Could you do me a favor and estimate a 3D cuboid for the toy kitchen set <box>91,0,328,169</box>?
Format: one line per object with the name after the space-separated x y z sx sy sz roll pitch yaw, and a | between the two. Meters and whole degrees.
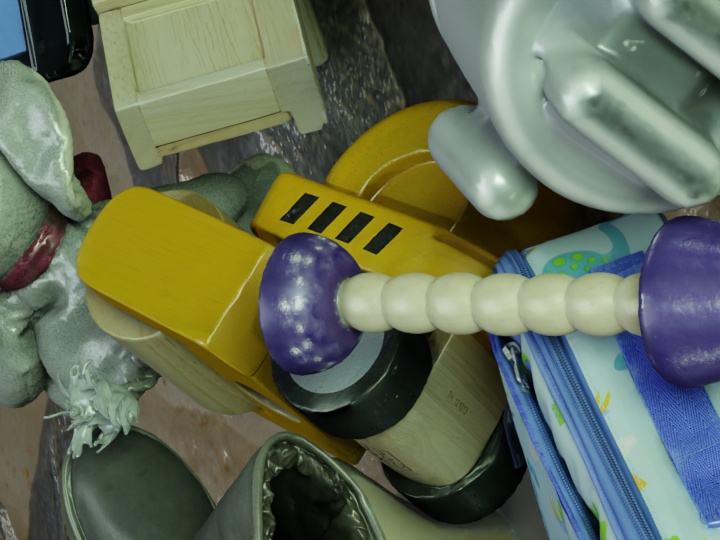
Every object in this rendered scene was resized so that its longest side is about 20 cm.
-0.020 -0.110 1.216 0.180 0.163 0.200 71 -176 -51 | toy kitchen set

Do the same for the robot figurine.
0.085 -0.091 0.945 0.113 0.170 0.200 39 -168 -22 | robot figurine

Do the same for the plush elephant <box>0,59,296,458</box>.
-0.144 -0.014 1.275 0.155 0.165 0.200 49 -160 -11 | plush elephant

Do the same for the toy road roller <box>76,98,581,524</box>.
0.000 0.000 1.142 0.200 0.146 0.123 21 166 39 | toy road roller

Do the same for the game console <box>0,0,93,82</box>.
-0.223 -0.160 1.287 0.200 0.116 0.176 -6 94 61 | game console

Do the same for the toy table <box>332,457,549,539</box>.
0.031 0.151 1.241 0.184 0.117 0.200 23 125 62 | toy table

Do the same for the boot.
-0.060 0.113 1.183 0.182 0.073 0.200 55 160 14 | boot

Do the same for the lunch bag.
0.112 0.086 0.995 0.161 0.082 0.200 75 174 -52 | lunch bag

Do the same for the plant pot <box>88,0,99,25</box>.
-0.124 -0.241 1.344 0.141 0.141 0.200 51 144 45 | plant pot

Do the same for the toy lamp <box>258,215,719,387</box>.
0.060 0.010 0.934 0.200 0.058 0.058 0 106 33 | toy lamp
